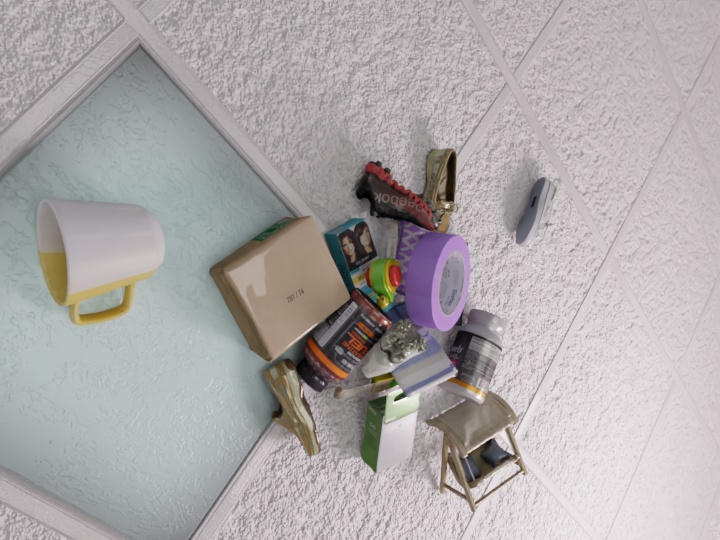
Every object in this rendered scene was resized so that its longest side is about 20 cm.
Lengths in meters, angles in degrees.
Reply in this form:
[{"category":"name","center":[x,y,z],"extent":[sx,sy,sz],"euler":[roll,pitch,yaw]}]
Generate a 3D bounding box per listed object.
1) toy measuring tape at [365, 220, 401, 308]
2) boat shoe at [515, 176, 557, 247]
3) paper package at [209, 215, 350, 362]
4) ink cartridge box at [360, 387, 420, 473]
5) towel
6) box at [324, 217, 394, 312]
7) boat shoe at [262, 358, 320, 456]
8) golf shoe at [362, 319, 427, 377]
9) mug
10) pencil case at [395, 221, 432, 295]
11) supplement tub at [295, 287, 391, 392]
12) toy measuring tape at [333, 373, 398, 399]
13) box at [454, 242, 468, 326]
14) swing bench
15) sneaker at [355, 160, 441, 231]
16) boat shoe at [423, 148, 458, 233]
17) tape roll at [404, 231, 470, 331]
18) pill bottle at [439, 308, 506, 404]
[{"category":"toy measuring tape","center":[0.049,-0.023,1.126],"extent":[0.073,0.073,0.204],"euler":[25,60,-34]},{"category":"boat shoe","center":[0.478,-0.140,1.484],"extent":[0.085,0.074,0.205],"euler":[29,70,-16]},{"category":"paper package","center":[-0.146,0.026,1.031],"extent":[0.199,0.103,0.193],"euler":[-36,113,-27]},{"category":"ink cartridge box","center":[0.066,0.320,1.200],"extent":[0.102,0.059,0.204],"euler":[-11,117,-35]},{"category":"towel","center":[0.099,0.165,1.192],"extent":[0.145,0.024,0.201],"euler":[-17,59,-34]},{"category":"box","center":[0.000,0.000,1.167],"extent":[0.082,0.049,0.203],"euler":[-30,111,-30]},{"category":"boat shoe","center":[-0.137,0.274,1.087],"extent":[0.075,0.071,0.204],"euler":[-21,99,-17]},{"category":"golf shoe","center":[0.064,0.158,1.117],"extent":[0.079,0.097,0.199],"euler":[53,24,16]},{"category":"mug","center":[-0.391,-0.027,0.851],"extent":[0.151,0.186,0.151],"euler":[-13,69,-42]},{"category":"pencil case","center":[0.108,-0.040,1.227],"extent":[0.084,0.084,0.205],"euler":[12,85,-14]},{"category":"supplement tub","center":[-0.037,0.140,1.097],"extent":[0.201,0.107,0.107],"euler":[-49,120,2]},{"category":"toy measuring tape","center":[0.023,0.219,1.184],"extent":[0.196,0.073,0.075],"euler":[-7,98,-30]},{"category":"box","center":[0.187,0.029,1.313],"extent":[0.141,0.036,0.205],"euler":[3,93,-36]},{"category":"swing bench","center":[0.283,0.425,1.356],"extent":[0.196,0.129,0.204],"euler":[-19,104,-33]},{"category":"sneaker","center":[0.072,-0.134,1.159],"extent":[0.199,0.071,0.098],"euler":[38,83,7]},{"category":"boat shoe","center":[0.185,-0.175,1.278],"extent":[0.072,0.062,0.205],"euler":[-6,98,-36]},{"category":"tape roll","center":[0.168,0.023,1.195],"extent":[0.199,0.065,0.205],"euler":[-20,114,-55]},{"category":"pill bottle","center":[0.272,0.203,1.339],"extent":[0.116,0.115,0.203],"euler":[32,75,-33]}]
